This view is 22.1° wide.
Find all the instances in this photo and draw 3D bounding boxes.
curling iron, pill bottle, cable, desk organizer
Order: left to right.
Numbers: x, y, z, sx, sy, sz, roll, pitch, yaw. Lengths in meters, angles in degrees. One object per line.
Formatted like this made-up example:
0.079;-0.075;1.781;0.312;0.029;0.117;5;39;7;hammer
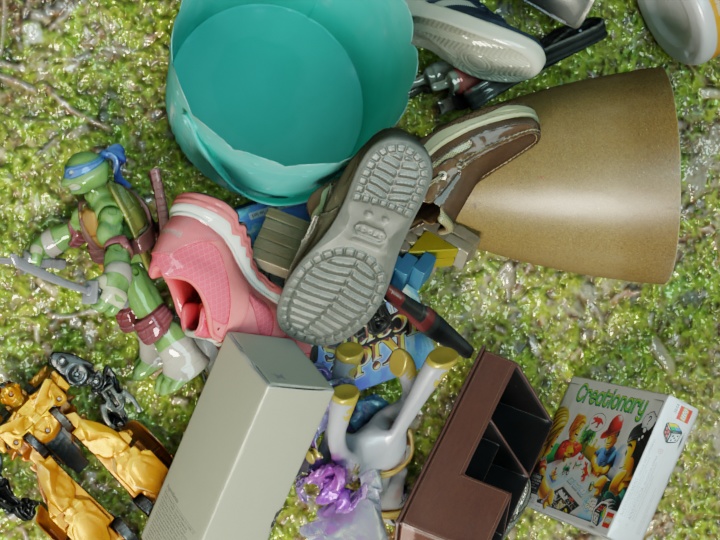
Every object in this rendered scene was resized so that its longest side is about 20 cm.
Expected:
0.045;0.045;1.541;0.050;0.200;0.026;-44;61;14;curling iron
0.100;0.168;1.554;0.077;0.072;0.201;20;52;13;desk organizer
0.136;-0.188;1.603;0.199;0.097;0.051;-29;103;-16;cable
0.357;-0.276;1.663;0.199;0.112;0.113;-29;100;-14;pill bottle

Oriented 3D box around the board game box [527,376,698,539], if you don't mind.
0.209;0.161;1.579;0.034;0.200;0.127;27;83;-16;board game box

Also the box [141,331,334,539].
-0.099;0.154;1.454;0.068;0.082;0.201;8;117;-37;box

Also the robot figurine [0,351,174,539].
-0.228;0.164;1.513;0.145;0.058;0.200;-45;104;-12;robot figurine

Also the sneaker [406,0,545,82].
0.078;-0.225;1.551;0.199;0.075;0.085;24;67;26;sneaker

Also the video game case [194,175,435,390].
-0.051;0.024;1.574;0.199;0.045;0.183;-19;98;-17;video game case

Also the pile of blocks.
0.000;0.000;1.529;0.198;0.062;0.083;1;51;-14;pile of blocks

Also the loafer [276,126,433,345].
-0.002;-0.028;1.427;0.075;0.070;0.201;27;117;-12;loafer

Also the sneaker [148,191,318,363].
-0.108;0.032;1.465;0.201;0.073;0.087;56;52;-34;sneaker

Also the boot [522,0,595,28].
0.137;-0.329;1.598;0.199;0.073;0.183;21;99;-2;boot

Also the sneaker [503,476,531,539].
0.080;0.245;1.600;0.200;0.085;0.078;-45;103;-13;sneaker

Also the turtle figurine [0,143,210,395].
-0.220;0.019;1.468;0.195;0.143;0.200;60;40;-21;turtle figurine

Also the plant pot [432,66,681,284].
0.162;-0.081;1.585;0.198;0.186;0.188;0;91;-1;plant pot

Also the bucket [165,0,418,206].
-0.063;-0.158;1.498;0.206;0.135;0.209;3;76;-13;bucket

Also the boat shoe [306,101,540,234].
0.061;-0.062;1.486;0.201;0.075;0.075;-26;69;3;boat shoe

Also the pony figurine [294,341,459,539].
-0.011;0.160;1.525;0.192;0.166;0.201;-18;133;-32;pony figurine
